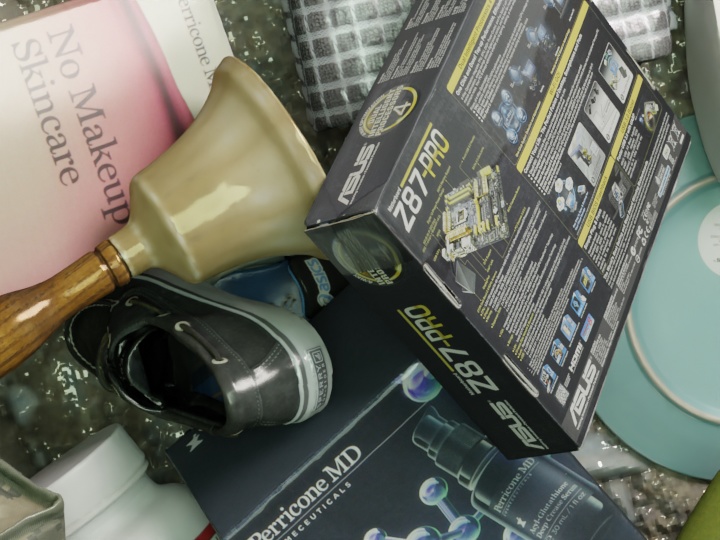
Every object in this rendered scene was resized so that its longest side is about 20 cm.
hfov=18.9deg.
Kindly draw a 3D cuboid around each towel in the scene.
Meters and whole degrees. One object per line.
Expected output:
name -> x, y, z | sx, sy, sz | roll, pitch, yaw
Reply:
towel -> 0.055, -0.167, 1.083 | 0.199, 0.086, 0.166 | -13, 96, -5

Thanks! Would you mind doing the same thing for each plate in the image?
plate -> 0.203, 0.014, 1.140 | 0.199, 0.026, 0.201 | 0, 94, -5

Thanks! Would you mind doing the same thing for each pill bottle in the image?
pill bottle -> -0.096, 0.181, 1.077 | 0.112, 0.112, 0.200 | -36, 96, -3

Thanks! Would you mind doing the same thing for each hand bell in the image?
hand bell -> -0.116, 0.000, 0.948 | 0.200, 0.104, 0.104 | -32, 96, -12

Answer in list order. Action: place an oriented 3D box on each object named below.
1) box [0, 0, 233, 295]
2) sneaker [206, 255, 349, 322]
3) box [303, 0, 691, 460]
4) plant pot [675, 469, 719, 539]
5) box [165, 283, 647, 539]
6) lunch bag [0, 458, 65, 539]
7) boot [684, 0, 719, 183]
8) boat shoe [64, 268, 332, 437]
box -> -0.158, -0.052, 1.024 | 0.200, 0.109, 0.128 | -23, 96, -26
sneaker -> 0.000, 0.000, 1.096 | 0.199, 0.072, 0.072 | -23, 94, -5
box -> 0.070, -0.041, 0.983 | 0.161, 0.049, 0.200 | 49, 48, -31
plant pot -> 0.205, 0.207, 1.090 | 0.186, 0.187, 0.201 | 14, 78, -6
box -> 0.031, 0.120, 1.059 | 0.148, 0.107, 0.200 | -43, 117, -1
lunch bag -> -0.233, 0.147, 1.014 | 0.117, 0.200, 0.164 | -36, 139, -40
boot -> 0.214, -0.146, 1.105 | 0.090, 0.073, 0.201 | -6, 90, -7
boat shoe -> -0.093, 0.038, 1.027 | 0.056, 0.200, 0.069 | -19, 106, -35
